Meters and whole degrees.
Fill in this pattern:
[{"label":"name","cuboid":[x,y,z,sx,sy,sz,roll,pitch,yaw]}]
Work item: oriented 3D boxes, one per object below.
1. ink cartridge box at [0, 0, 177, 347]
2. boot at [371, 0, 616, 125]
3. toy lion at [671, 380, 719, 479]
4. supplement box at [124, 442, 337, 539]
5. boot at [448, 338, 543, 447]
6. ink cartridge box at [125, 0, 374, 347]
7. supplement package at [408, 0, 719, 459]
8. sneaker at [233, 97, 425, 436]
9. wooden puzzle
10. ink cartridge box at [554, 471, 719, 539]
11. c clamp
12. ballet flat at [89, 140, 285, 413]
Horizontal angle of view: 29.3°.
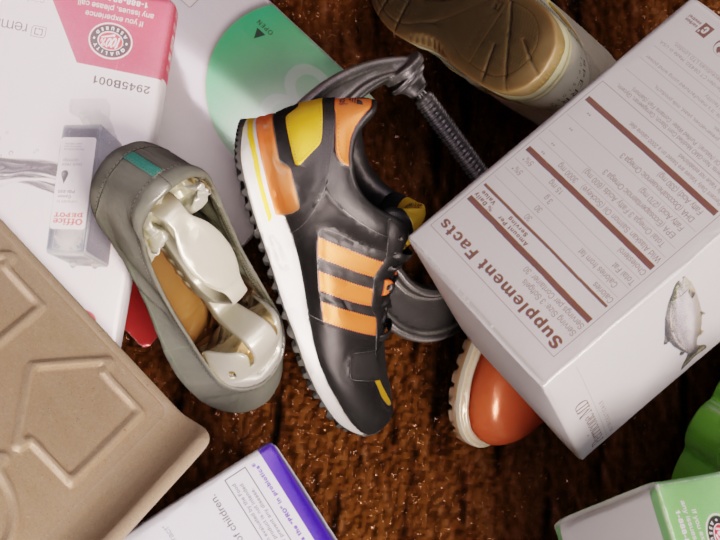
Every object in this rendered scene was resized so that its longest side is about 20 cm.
[{"label":"ink cartridge box","cuboid":[-0.187,-0.057,0.748,0.145,0.085,0.201,9,91,-10]},{"label":"boot","cuboid":[0.099,-0.136,0.850,0.154,0.200,0.072,25,106,-41]},{"label":"toy lion","cuboid":[0.272,0.084,0.826,0.199,0.069,0.193,2,110,-39]},{"label":"supplement box","cuboid":[-0.109,0.189,0.724,0.200,0.101,0.104,-33,86,-18]},{"label":"boot","cuboid":[0.141,0.036,0.804,0.200,0.107,0.075,-44,125,-15]},{"label":"ink cartridge box","cuboid":[-0.114,-0.082,0.812,0.161,0.050,0.200,43,70,-1]},{"label":"supplement package","cuboid":[0.146,-0.020,0.730,0.200,0.117,0.117,-40,59,-2]},{"label":"sneaker","cuboid":[0.000,0.000,0.765,0.090,0.070,0.201,-16,110,9]},{"label":"wooden puzzle","cuboid":[-0.192,0.066,0.638,0.200,0.046,0.185,44,39,-1]},{"label":"ink cartridge box","cuboid":[0.217,0.175,0.702,0.199,0.087,0.146,-1,67,-34]},{"label":"c clamp","cuboid":[0.048,-0.051,0.830,0.171,0.027,0.200,-48,110,-10]},{"label":"ballet flat","cuboid":[-0.078,0.018,0.729,0.067,0.064,0.200,-47,135,-22]}]
